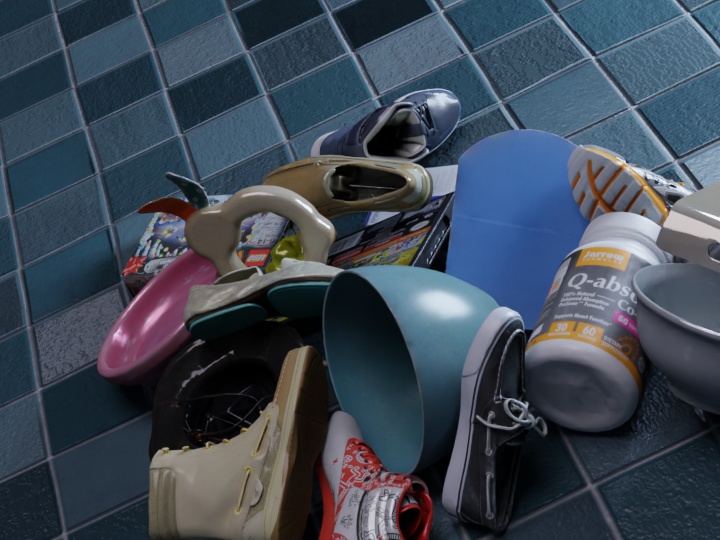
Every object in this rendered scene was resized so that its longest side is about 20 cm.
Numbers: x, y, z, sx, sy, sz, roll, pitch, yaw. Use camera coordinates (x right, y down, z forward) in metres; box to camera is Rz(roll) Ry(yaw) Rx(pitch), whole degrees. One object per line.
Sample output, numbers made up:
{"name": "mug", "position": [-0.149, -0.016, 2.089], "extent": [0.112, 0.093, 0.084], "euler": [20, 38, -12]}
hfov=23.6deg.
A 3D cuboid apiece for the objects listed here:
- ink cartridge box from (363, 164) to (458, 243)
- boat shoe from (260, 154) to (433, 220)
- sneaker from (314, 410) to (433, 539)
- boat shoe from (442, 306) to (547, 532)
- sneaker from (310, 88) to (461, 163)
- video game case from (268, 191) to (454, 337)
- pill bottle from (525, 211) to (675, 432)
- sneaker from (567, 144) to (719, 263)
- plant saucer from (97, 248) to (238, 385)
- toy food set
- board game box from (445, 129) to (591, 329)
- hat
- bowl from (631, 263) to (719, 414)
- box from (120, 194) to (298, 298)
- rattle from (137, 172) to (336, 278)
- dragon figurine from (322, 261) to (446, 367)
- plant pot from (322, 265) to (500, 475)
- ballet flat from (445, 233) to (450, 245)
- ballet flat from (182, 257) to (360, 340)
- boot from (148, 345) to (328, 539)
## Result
{"name": "ink cartridge box", "position": [0.110, -0.075, 1.908], "extent": [0.199, 0.039, 0.100], "euler": [-3, 42, 25]}
{"name": "boat shoe", "position": [-0.026, -0.093, 1.842], "extent": [0.199, 0.076, 0.072], "euler": [-5, 85, 24]}
{"name": "sneaker", "position": [0.015, 0.200, 1.590], "extent": [0.108, 0.067, 0.202], "euler": [-27, 39, 26]}
{"name": "boat shoe", "position": [0.126, 0.136, 1.544], "extent": [0.068, 0.073, 0.201], "euler": [18, 98, 36]}
{"name": "sneaker", "position": [0.060, -0.160, 1.940], "extent": [0.202, 0.077, 0.146], "euler": [-27, 7, -28]}
{"name": "video game case", "position": [0.000, 0.000, 1.818], "extent": [0.199, 0.026, 0.181], "euler": [-22, 20, 31]}
{"name": "pill bottle", "position": [0.230, 0.045, 1.631], "extent": [0.116, 0.117, 0.200], "euler": [0, 44, 29]}
{"name": "sneaker", "position": [0.294, -0.062, 1.712], "extent": [0.200, 0.078, 0.077], "euler": [36, 43, 4]}
{"name": "plant saucer", "position": [-0.200, 0.053, 1.878], "extent": [0.200, 0.051, 0.201], "euler": [-38, 22, 18]}
{"name": "toy food set", "position": [0.375, -0.025, 1.597], "extent": [0.143, 0.061, 0.200], "euler": [23, 21, 24]}
{"name": "board game box", "position": [0.161, -0.040, 1.734], "extent": [0.157, 0.201, 0.039], "euler": [8, -8, -13]}
{"name": "hat", "position": [-0.118, 0.148, 1.739], "extent": [0.200, 0.081, 0.201], "euler": [-18, 45, 18]}
{"name": "bowl", "position": [0.329, 0.071, 1.533], "extent": [0.200, 0.091, 0.201], "euler": [11, 19, -4]}
{"name": "box", "position": [-0.166, -0.032, 2.012], "extent": [0.199, 0.040, 0.137], "euler": [-3, 43, 26]}
{"name": "rattle", "position": [-0.123, -0.059, 1.817], "extent": [0.199, 0.131, 0.143], "euler": [19, 39, 0]}
{"name": "dragon figurine", "position": [0.035, 0.054, 1.778], "extent": [0.199, 0.059, 0.100], "euler": [-16, 37, 16]}
{"name": "plant pot", "position": [0.068, 0.081, 1.639], "extent": [0.134, 0.201, 0.200], "euler": [-15, 32, -23]}
{"name": "ballet flat", "position": [0.177, -0.032, 1.801], "extent": [0.199, 0.071, 0.071], "euler": [-8, 40, 21]}
{"name": "ballet flat", "position": [-0.090, 0.017, 1.735], "extent": [0.199, 0.068, 0.063], "euler": [-13, 54, 16]}
{"name": "boot", "position": [-0.116, 0.165, 1.617], "extent": [0.155, 0.073, 0.201], "euler": [-2, 64, 26]}
